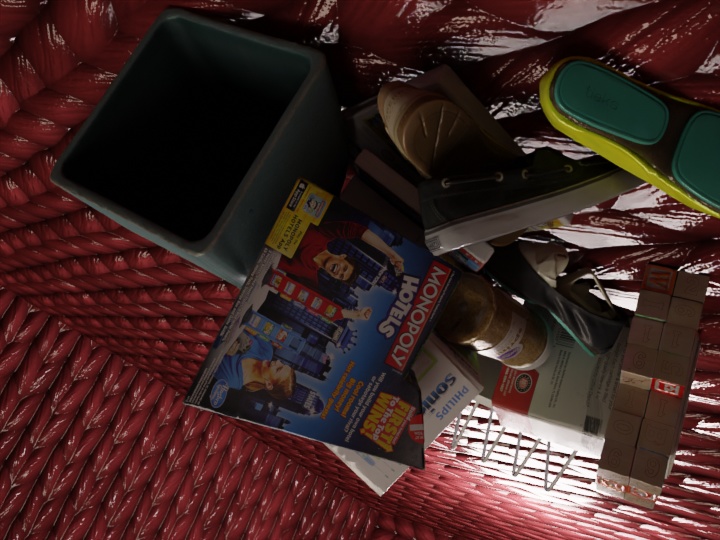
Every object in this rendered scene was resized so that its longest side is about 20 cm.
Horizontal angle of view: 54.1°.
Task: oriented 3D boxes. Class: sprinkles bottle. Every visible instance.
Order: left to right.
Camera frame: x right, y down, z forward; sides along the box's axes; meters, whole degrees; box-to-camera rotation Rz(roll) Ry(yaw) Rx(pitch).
[{"bbox_3d":[0.140,0.057,0.722,0.067,0.070,0.199,9,171,33],"label":"sprinkles bottle"}]

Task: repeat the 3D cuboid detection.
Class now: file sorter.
[{"bbox_3d":[0.195,0.185,0.956,0.197,0.139,0.126,23,125,5],"label":"file sorter"}]

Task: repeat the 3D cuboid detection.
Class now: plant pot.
[{"bbox_3d":[-0.123,-0.088,0.675,0.193,0.199,0.200,24,165,25],"label":"plant pot"}]

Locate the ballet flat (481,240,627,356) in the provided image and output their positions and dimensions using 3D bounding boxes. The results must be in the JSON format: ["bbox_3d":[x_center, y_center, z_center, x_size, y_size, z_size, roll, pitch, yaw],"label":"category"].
[{"bbox_3d":[0.205,0.012,0.737,0.199,0.074,0.073,36,155,-16],"label":"ballet flat"}]

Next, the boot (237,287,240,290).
[{"bbox_3d":[-0.098,-0.002,1.022,0.196,0.074,0.183,7,154,22],"label":"boot"}]

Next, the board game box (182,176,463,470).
[{"bbox_3d":[-0.009,0.061,0.576,0.197,0.202,0.062,29,-174,-5],"label":"board game box"}]

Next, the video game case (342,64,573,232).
[{"bbox_3d":[0.079,-0.097,0.680,0.199,0.023,0.180,40,153,-28],"label":"video game case"}]

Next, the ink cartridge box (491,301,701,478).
[{"bbox_3d":[0.269,0.128,0.805,0.197,0.146,0.084,13,156,28],"label":"ink cartridge box"}]

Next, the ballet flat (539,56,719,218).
[{"bbox_3d":[0.217,-0.092,0.512,0.197,0.068,0.067,28,179,1],"label":"ballet flat"}]

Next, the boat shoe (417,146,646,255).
[{"bbox_3d":[0.135,-0.065,0.544,0.069,0.196,0.058,158,95,-72],"label":"boat shoe"}]

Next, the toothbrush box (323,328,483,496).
[{"bbox_3d":[0.045,0.113,0.734,0.086,0.146,0.200,41,-168,-4],"label":"toothbrush box"}]

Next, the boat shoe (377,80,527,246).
[{"bbox_3d":[0.087,-0.090,0.589,0.199,0.071,0.065,39,-171,-45],"label":"boat shoe"}]

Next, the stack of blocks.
[{"bbox_3d":[0.283,0.113,0.686,0.058,0.203,0.116,13,156,25],"label":"stack of blocks"}]

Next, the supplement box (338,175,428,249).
[{"bbox_3d":[0.000,0.000,0.715,0.103,0.102,0.200,38,170,6],"label":"supplement box"}]

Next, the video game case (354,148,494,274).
[{"bbox_3d":[0.059,-0.043,0.689,0.142,0.018,0.200,39,177,7],"label":"video game case"}]
